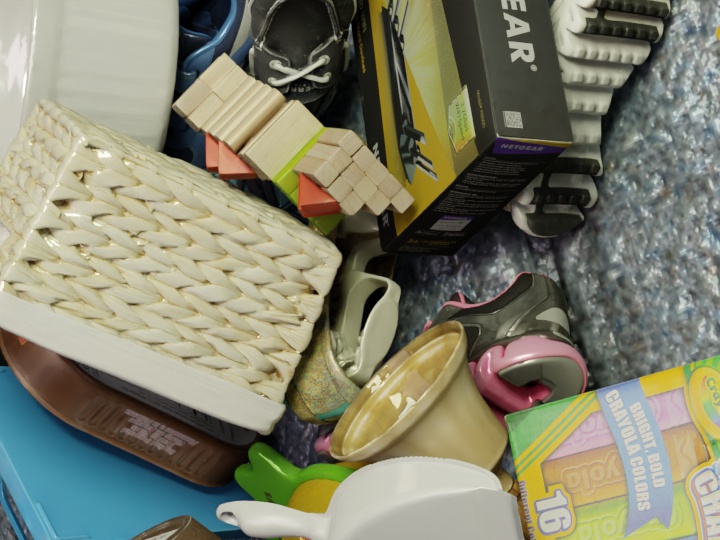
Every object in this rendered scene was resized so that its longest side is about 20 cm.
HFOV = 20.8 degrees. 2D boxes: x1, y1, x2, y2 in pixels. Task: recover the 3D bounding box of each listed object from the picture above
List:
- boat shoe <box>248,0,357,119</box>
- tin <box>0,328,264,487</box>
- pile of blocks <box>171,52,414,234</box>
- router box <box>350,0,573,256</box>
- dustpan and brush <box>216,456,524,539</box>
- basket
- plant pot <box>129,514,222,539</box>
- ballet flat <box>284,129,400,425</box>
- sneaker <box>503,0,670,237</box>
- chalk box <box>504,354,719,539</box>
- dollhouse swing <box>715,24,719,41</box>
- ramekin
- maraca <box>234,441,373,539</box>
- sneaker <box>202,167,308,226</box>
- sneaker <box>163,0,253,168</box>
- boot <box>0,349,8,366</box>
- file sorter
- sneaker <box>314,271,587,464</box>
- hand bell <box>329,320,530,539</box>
[{"bbox_3d":[-0.039,-0.139,1.230,0.200,0.072,0.068,116,151,-73],"label":"boat shoe"},{"bbox_3d":[-0.145,0.072,1.275,0.042,0.200,0.112,-42,39,24],"label":"tin"},{"bbox_3d":[-0.051,-0.065,1.195,0.062,0.082,0.200,-46,43,-8],"label":"pile of blocks"},{"bbox_3d":[0.053,-0.130,1.172,0.157,0.052,0.200,134,134,-56],"label":"router box"},{"bbox_3d":[0.005,0.154,1.096,0.200,0.057,0.140,-1,125,19],"label":"dustpan and brush"},{"bbox_3d":[-0.127,-0.005,1.171,0.124,0.200,0.136,-62,26,4],"label":"basket"},{"bbox_3d":[-0.089,0.255,1.177,0.187,0.187,0.200,-28,97,32],"label":"plant pot"},{"bbox_3d":[0.000,0.000,1.219,0.071,0.071,0.200,-9,59,36],"label":"ballet flat"},{"bbox_3d":[0.120,-0.124,1.168,0.081,0.075,0.200,38,111,45],"label":"sneaker"},{"bbox_3d":[0.200,0.112,1.052,0.200,0.124,0.124,-20,75,34],"label":"chalk box"},{"bbox_3d":[0.263,-0.173,0.997,0.182,0.176,0.200,48,115,30],"label":"dollhouse swing"},{"bbox_3d":[-0.186,-0.134,1.302,0.200,0.098,0.201,-174,90,-72],"label":"ramekin"},{"bbox_3d":[0.000,0.170,1.206,0.200,0.107,0.137,17,133,39],"label":"maraca"},{"bbox_3d":[-0.093,-0.030,1.291,0.200,0.096,0.079,-33,67,13],"label":"sneaker"},{"bbox_3d":[-0.115,-0.139,1.341,0.074,0.082,0.200,42,113,31],"label":"sneaker"},{"bbox_3d":[-0.240,0.050,1.422,0.168,0.076,0.200,23,94,40],"label":"boot"},{"bbox_3d":[-0.187,0.154,1.298,0.123,0.200,0.139,-48,60,27],"label":"file sorter"},{"bbox_3d":[0.054,0.064,1.213,0.200,0.079,0.096,-27,48,32],"label":"sneaker"},{"bbox_3d":[0.087,0.135,1.123,0.104,0.104,0.200,-38,104,29],"label":"hand bell"}]
